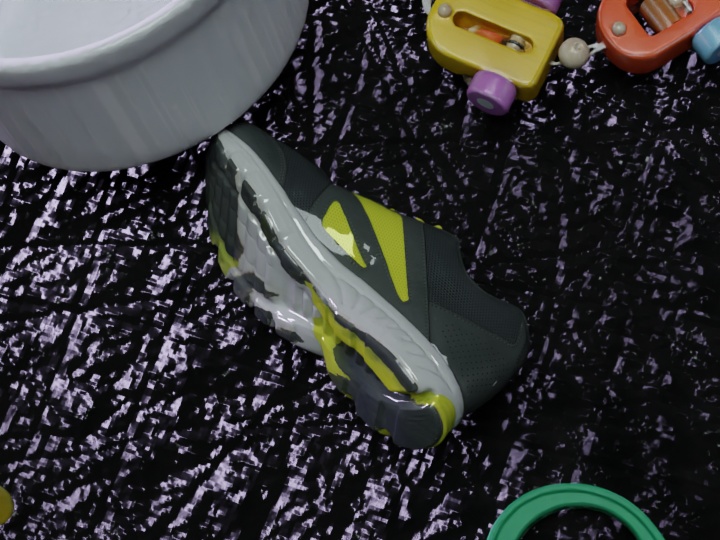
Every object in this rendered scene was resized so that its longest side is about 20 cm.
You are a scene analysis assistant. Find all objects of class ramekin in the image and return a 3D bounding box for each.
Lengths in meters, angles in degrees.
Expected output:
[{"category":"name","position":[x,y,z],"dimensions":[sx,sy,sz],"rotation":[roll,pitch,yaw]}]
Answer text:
[{"category":"ramekin","position":[-0.121,-0.143,1.088],"dimensions":[0.200,0.098,0.201],"rotation":[-10,51,13]}]

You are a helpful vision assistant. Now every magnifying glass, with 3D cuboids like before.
[{"category":"magnifying glass","position":[0.145,0.162,0.999],"dimensions":[0.200,0.022,0.080],"rotation":[28,74,19]}]

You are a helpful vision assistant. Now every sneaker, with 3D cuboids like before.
[{"category":"sneaker","position":[0.000,0.000,1.063],"dimensions":[0.084,0.075,0.200],"rotation":[-25,60,-29]}]

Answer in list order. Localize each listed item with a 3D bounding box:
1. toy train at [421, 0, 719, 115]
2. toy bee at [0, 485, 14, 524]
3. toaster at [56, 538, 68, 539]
[{"category":"toy train","position":[0.087,-0.152,1.113],"dimensions":[0.150,0.056,0.200],"rotation":[-37,72,-9]},{"category":"toy bee","position":[-0.235,0.090,1.031],"dimensions":[0.131,0.109,0.201],"rotation":[-25,67,0]},{"category":"toaster","position":[-0.081,0.191,0.947],"dimensions":[0.113,0.199,0.130],"rotation":[-23,63,47]}]
